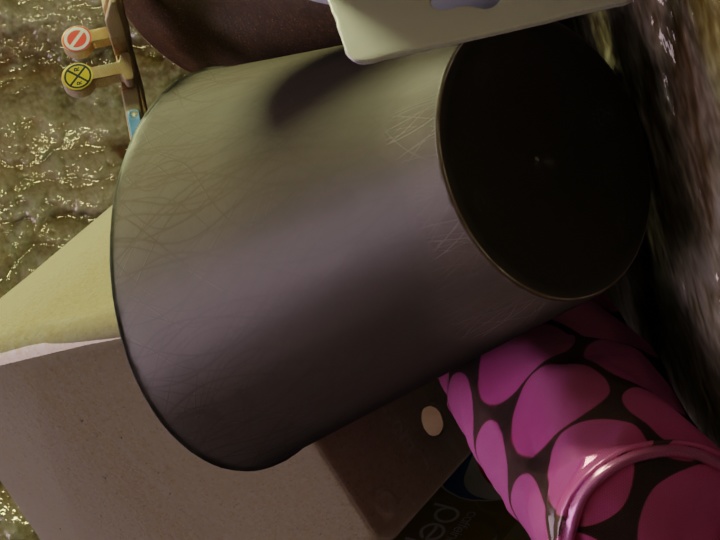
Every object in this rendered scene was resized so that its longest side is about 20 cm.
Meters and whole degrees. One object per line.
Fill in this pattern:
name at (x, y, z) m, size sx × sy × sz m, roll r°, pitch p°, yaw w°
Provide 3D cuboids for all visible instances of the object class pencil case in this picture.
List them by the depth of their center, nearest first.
pencil case at (0.097, 0.065, 1.015) m, size 0.091 × 0.093 × 0.200 m, roll -64°, pitch 19°, yaw 17°

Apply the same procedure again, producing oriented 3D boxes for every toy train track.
toy train track at (-0.111, -0.061, 1.123) m, size 0.115 × 0.032 × 0.201 m, roll 82°, pitch 175°, yaw -65°

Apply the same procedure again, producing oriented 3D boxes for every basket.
basket at (0.009, -0.021, 1.022) m, size 0.200 × 0.136 × 0.181 m, roll -17°, pitch 65°, yaw 49°

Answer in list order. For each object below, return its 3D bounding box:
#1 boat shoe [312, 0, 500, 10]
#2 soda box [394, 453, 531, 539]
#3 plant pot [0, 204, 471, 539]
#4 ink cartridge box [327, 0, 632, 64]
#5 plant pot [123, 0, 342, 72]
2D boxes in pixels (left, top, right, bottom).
boat shoe at (-0.009, -0.144, 0.981) m, size 0.074 × 0.199 × 0.067 m, roll -79°, pitch -9°, yaw -59°
soda box at (0.050, 0.144, 1.249) m, size 0.200 × 0.067 × 0.064 m, roll -46°, pitch -41°, yaw -47°
plant pot at (-0.044, 0.056, 1.210) m, size 0.177 × 0.200 × 0.201 m, roll -18°, pitch 108°, yaw 45°
ink cartridge box at (0.022, -0.179, 0.925) m, size 0.067 × 0.115 × 0.201 m, roll 86°, pitch 168°, yaw -54°
plant pot at (-0.005, -0.159, 1.134) m, size 0.200 × 0.186 × 0.188 m, roll -149°, pitch 43°, yaw -65°
